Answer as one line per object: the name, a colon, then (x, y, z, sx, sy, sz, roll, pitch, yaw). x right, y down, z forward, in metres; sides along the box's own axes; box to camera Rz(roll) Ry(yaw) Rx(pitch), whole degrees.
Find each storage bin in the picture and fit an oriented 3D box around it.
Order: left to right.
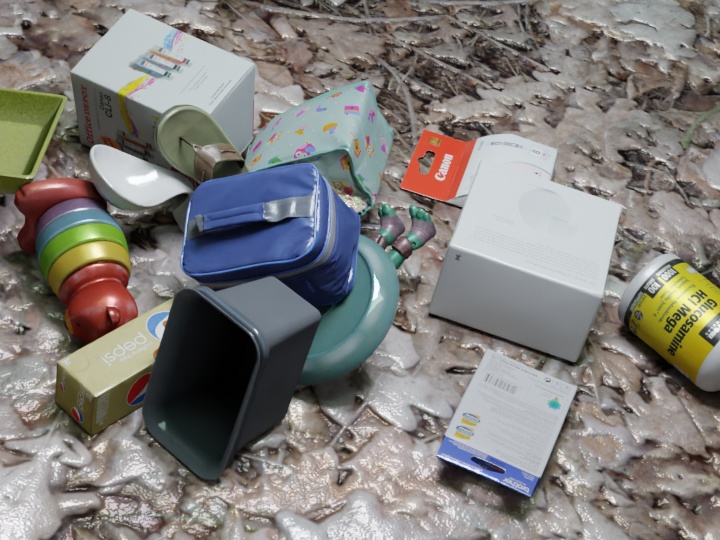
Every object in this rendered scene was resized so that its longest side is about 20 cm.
storage bin: (-0.137, 0.099, 1.453, 0.145, 0.201, 0.134, 36, 33, 24)

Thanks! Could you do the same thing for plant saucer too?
plant saucer: (-0.474, -0.157, 1.641, 0.199, 0.048, 0.200, 7, 35, -3)
plant saucer: (-0.051, 0.037, 1.573, 0.199, 0.027, 0.201, -12, 59, 21)

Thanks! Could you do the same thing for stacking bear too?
stacking bear: (-0.320, 0.001, 1.571, 0.113, 0.122, 0.200, -15, 57, -21)

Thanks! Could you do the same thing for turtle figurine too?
turtle figurine: (0.000, 0.000, 1.668, 0.149, 0.101, 0.200, 22, 56, 37)

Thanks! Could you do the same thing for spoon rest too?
spoon rest: (-0.259, -0.101, 1.650, 0.100, 0.061, 0.200, 56, 15, 27)

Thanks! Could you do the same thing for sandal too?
sandal: (-0.174, -0.129, 1.671, 0.080, 0.201, 0.057, -50, 32, -12)

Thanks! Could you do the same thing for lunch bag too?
lunch bag: (-0.113, -0.039, 1.548, 0.199, 0.132, 0.136, -10, 58, 21)
lunch bag: (-0.071, -0.145, 1.794, 0.199, 0.122, 0.171, -13, 35, 22)

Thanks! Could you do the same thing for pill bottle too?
pill bottle: (0.431, 0.078, 1.697, 0.112, 0.113, 0.200, -23, 53, -36)

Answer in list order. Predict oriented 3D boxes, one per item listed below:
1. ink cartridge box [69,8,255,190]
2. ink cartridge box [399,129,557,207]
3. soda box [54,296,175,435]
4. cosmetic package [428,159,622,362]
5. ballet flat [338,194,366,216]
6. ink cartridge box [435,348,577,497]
ink cartridge box: (-0.260, -0.221, 1.790, 0.199, 0.146, 0.145, 26, 55, 14)
ink cartridge box: (0.173, -0.146, 1.930, 0.199, 0.057, 0.163, 22, 41, 1)
soda box: (-0.244, 0.099, 1.508, 0.068, 0.064, 0.200, 37, 44, 24)
cosmetic package: (0.214, -0.014, 1.730, 0.199, 0.123, 0.200, 19, 39, 5)
ballet flat: (-0.090, -0.062, 1.682, 0.199, 0.064, 0.076, -24, 14, -7)
ink cartridge box: (0.167, 0.182, 1.555, 0.119, 0.042, 0.200, 23, 38, 9)
